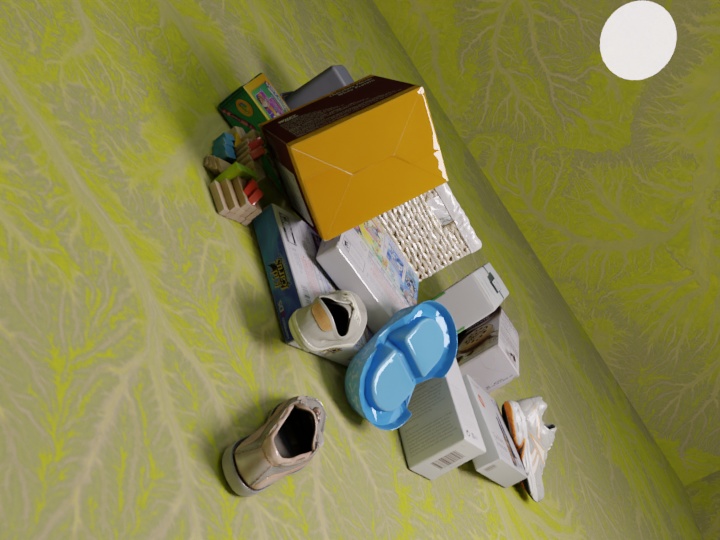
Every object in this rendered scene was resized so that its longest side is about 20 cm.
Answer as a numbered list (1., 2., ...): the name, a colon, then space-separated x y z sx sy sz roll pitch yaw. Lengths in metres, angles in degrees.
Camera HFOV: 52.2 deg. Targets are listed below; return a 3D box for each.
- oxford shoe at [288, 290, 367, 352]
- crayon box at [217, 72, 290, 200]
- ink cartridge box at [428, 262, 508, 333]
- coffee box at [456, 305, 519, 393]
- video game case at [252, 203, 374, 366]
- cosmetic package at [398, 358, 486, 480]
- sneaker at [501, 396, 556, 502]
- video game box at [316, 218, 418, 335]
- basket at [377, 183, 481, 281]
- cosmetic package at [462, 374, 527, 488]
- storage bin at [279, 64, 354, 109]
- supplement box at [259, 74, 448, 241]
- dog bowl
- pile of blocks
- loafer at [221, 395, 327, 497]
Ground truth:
1. oxford shoe: -0.024 0.057 0.928 0.076 0.057 0.199 58 19 8
2. crayon box: -0.131 -0.208 1.177 0.202 0.058 0.119 53 20 -14
3. ink cartridge box: 0.203 0.064 1.455 0.084 0.145 0.199 57 19 5
4. coffee box: 0.254 0.163 1.478 0.081 0.112 0.200 54 20 -8
5. video game case: -0.060 0.027 1.029 0.180 0.045 0.204 28 36 -52
6. cosmetic package: 0.105 0.193 1.102 0.071 0.100 0.204 36 30 -45
7. sneaker: 0.331 0.332 1.374 0.076 0.090 0.206 -136 -148 -76
8. video game box: 0.017 -0.002 1.103 0.201 0.046 0.184 53 27 -23
9. basket: 0.088 -0.105 1.318 0.200 0.159 0.201 56 3 -21
10. cosmetic package: 0.221 0.284 1.284 0.200 0.051 0.153 43 22 -57
11. storage bin: -0.051 -0.273 1.351 0.202 0.133 0.146 55 20 -5
12. supplement box: -0.015 -0.167 1.032 0.200 0.194 0.136 42 -25 63
13. dog bowl: 0.054 0.126 1.009 0.200 0.049 0.113 -43 116 -32
14. pile of blocks: -0.165 -0.153 1.015 0.082 0.061 0.203 41 26 -38
15. loafer: -0.070 0.174 0.770 0.073 0.062 0.199 59 20 4
